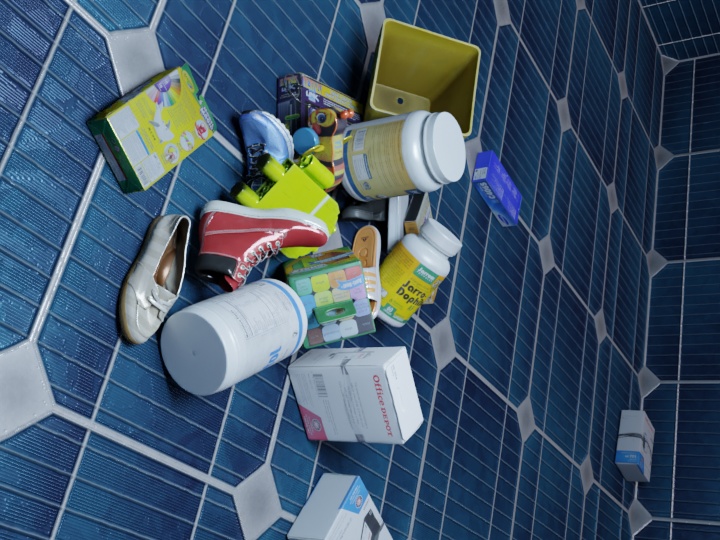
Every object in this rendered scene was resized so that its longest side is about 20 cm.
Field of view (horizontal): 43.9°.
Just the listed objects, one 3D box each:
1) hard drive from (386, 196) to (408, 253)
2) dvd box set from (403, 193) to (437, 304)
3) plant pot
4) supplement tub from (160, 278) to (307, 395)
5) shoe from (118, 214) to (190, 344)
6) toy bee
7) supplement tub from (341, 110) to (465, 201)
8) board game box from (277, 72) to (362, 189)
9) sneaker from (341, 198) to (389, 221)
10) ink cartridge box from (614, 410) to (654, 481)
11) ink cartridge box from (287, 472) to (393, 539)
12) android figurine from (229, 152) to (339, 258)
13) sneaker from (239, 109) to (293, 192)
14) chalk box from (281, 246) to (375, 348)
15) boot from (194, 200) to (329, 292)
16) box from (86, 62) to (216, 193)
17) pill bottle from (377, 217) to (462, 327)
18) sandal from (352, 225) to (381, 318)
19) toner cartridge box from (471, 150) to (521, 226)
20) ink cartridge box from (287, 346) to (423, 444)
[{"bbox_3d":[0.077,-0.138,1.794,0.132,0.027,0.200,-27,120,-79],"label":"hard drive"},{"bbox_3d":[0.134,-0.051,1.880,0.146,0.029,0.200,-68,149,-55],"label":"dvd box set"},{"bbox_3d":[0.099,-0.337,1.746,0.200,0.176,0.200,14,69,-13],"label":"plant pot"},{"bbox_3d":[-0.183,0.095,1.331,0.200,0.132,0.132,-24,106,-55],"label":"supplement tub"},{"bbox_3d":[-0.285,0.008,1.255,0.070,0.053,0.200,39,54,-48],"label":"shoe"},{"bbox_3d":[-0.060,-0.226,1.482,0.131,0.109,0.200,-57,132,-44],"label":"toy bee"},{"bbox_3d":[0.071,-0.205,1.597,0.145,0.200,0.145,13,75,-56],"label":"supplement tub"},{"bbox_3d":[-0.071,-0.247,1.620,0.200,0.057,0.165,13,73,-56],"label":"board game box"},{"bbox_3d":[0.016,-0.148,1.736,0.200,0.060,0.104,-4,94,-66],"label":"sneaker"},{"bbox_3d":[0.934,0.596,3.040,0.146,0.086,0.200,50,48,-42],"label":"ink cartridge box"},{"bbox_3d":[-0.026,0.478,1.566,0.145,0.084,0.200,-56,131,-45],"label":"ink cartridge box"},{"bbox_3d":[-0.115,-0.099,1.450,0.182,0.041,0.200,-48,130,3],"label":"android figurine"},{"bbox_3d":[-0.151,-0.167,1.464,0.089,0.078,0.200,-51,128,-50],"label":"sneaker"},{"bbox_3d":[-0.052,0.045,1.460,0.200,0.125,0.124,-136,-147,-77],"label":"chalk box"},{"bbox_3d":[-0.147,-0.023,1.351,0.072,0.200,0.144,110,-18,-54],"label":"boot"},{"bbox_3d":[-0.290,-0.210,1.284,0.200,0.048,0.117,-50,126,-45],"label":"box"},{"bbox_3d":[0.099,0.002,1.704,0.113,0.200,0.113,37,14,-11],"label":"pill bottle"},{"bbox_3d":[-0.007,0.001,1.675,0.059,0.079,0.207,35,49,-49],"label":"sandal"},{"bbox_3d":[0.349,-0.206,2.276,0.200,0.043,0.095,47,49,-43],"label":"toner cartridge box"},{"bbox_3d":[-0.007,0.212,1.523,0.083,0.200,0.147,-35,115,-53],"label":"ink cartridge box"}]
